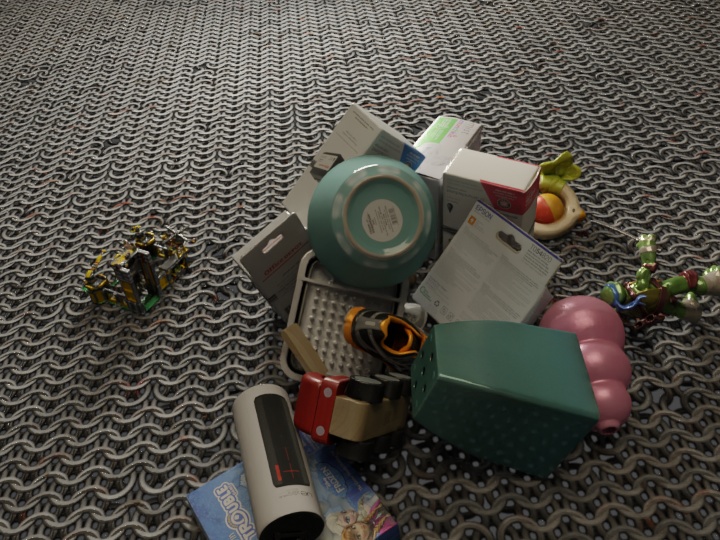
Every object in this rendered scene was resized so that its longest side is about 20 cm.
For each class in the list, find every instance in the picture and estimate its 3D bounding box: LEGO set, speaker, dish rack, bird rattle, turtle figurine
[{"bbox_3d":[-0.399,-0.025,1.212,0.153,0.117,0.200,23,48,28],"label":"LEGO set"},{"bbox_3d":[-0.105,0.240,0.843,0.080,0.082,0.201,-14,40,-10],"label":"speaker"},{"bbox_3d":[-0.024,0.079,1.034,0.169,0.044,0.203,12,78,-4],"label":"dish rack"},{"bbox_3d":[0.332,-0.133,1.282,0.198,0.113,0.164,-20,59,-12],"label":"bird rattle"},{"bbox_3d":[0.442,0.010,1.061,0.191,0.146,0.200,7,11,-13],"label":"turtle figurine"}]

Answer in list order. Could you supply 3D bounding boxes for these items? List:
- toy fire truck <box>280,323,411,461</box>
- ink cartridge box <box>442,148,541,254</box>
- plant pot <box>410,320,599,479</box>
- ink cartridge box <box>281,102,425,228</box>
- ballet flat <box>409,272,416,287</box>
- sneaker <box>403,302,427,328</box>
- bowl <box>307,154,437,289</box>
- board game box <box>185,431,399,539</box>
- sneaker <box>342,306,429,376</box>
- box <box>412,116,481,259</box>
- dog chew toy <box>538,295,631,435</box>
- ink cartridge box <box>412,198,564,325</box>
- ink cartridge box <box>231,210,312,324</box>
[{"bbox_3d":[-0.041,0.155,0.917,0.198,0.130,0.176,12,0,25],"label":"toy fire truck"},{"bbox_3d":[0.220,-0.090,1.162,0.145,0.202,0.083,17,47,24],"label":"ink cartridge box"},{"bbox_3d":[0.172,0.153,0.882,0.198,0.142,0.142,15,40,-12],"label":"plant pot"},{"bbox_3d":[-0.010,-0.148,1.115,0.084,0.201,0.145,47,17,30],"label":"ink cartridge box"},{"bbox_3d":[0.000,0.000,1.198,0.197,0.047,0.068,5,41,12],"label":"ballet flat"},{"bbox_3d":[0.008,0.070,1.089,0.197,0.083,0.075,-2,40,4],"label":"sneaker"},{"bbox_3d":[0.025,-0.074,0.976,0.198,0.204,0.105,-12,0,-8],"label":"bowl"},{"bbox_3d":[-0.088,0.309,0.855,0.198,0.044,0.200,-28,45,-23],"label":"board game box"},{"bbox_3d":[0.068,0.110,0.979,0.077,0.199,0.079,-4,68,52],"label":"sneaker"},{"bbox_3d":[0.146,-0.156,1.263,0.096,0.178,0.200,17,46,24],"label":"box"},{"bbox_3d":[0.322,0.135,0.960,0.123,0.125,0.202,-4,48,1],"label":"dog chew toy"},{"bbox_3d":[0.199,0.021,1.064,0.040,0.201,0.200,19,19,-45],"label":"ink cartridge box"},{"bbox_3d":[-0.121,-0.009,1.085,0.116,0.201,0.067,-41,49,-10],"label":"ink cartridge box"}]
